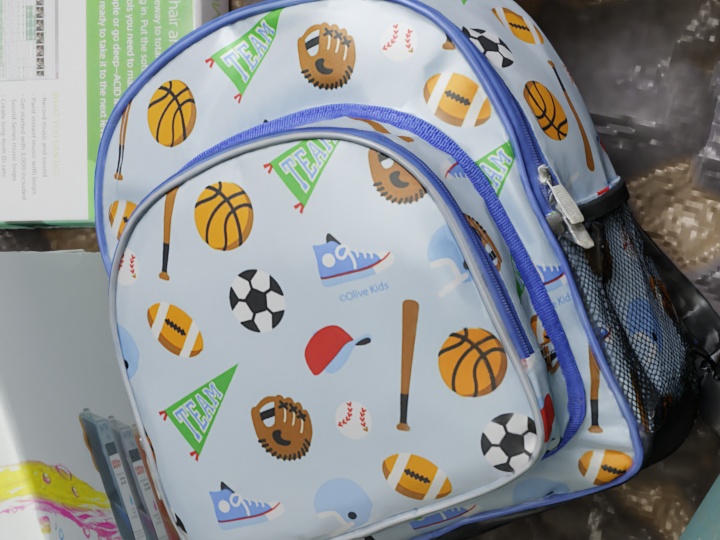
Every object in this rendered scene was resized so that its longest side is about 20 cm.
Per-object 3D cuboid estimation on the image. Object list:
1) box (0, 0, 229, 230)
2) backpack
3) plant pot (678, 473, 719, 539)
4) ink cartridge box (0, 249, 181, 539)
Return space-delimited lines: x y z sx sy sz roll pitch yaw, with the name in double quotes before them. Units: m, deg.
"box" -0.144 -0.087 1.074 0.199 0.036 0.145 0 89 22
"backpack" 0.000 0.000 0.950 0.199 0.154 0.191 -21 87 19
"plant pot" 0.168 0.122 0.879 0.200 0.200 0.196 41 110 16
"ink cartridge box" -0.136 0.107 1.009 0.145 0.145 0.201 -23 81 20
